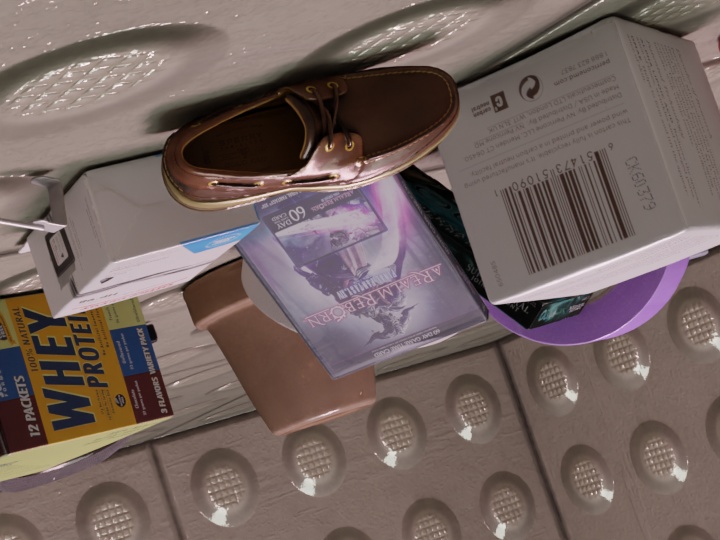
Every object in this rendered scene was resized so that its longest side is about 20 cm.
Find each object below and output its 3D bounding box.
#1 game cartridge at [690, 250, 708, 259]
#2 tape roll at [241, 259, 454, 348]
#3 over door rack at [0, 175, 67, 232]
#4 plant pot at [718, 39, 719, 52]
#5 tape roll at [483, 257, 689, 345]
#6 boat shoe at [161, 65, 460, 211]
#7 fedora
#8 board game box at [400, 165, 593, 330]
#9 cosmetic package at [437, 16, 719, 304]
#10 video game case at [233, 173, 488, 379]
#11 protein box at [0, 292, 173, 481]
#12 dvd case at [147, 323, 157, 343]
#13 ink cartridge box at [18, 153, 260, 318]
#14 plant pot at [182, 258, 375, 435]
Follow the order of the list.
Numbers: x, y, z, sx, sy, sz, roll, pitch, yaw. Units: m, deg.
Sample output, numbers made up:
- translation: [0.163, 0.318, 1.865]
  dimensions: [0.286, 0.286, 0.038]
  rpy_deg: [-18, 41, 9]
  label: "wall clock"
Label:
- translation: [0.268, -0.058, 1.887]
  dimensions: [0.200, 0.133, 0.041]
  rpy_deg: [-15, 172, -28]
  label: "game cartridge"
- translation: [0.000, 0.000, 1.508]
  dimensions: [0.202, 0.037, 0.203]
  rpy_deg: [7, -151, -4]
  label: "tape roll"
- translation: [-0.293, -0.001, 1.117]
  dimensions: [0.148, 0.067, 0.200]
  rpy_deg: [-23, 172, 35]
  label: "over door rack"
- translation: [0.416, -0.141, 1.468]
  dimensions: [0.200, 0.178, 0.200]
  rpy_deg: [-19, 173, -2]
  label: "plant pot"
- translation: [0.184, -0.037, 1.556]
  dimensions: [0.200, 0.200, 0.066]
  rpy_deg: [-22, 172, 26]
  label: "tape roll"
- translation: [-0.029, -0.086, 1.141]
  dimensions: [0.200, 0.072, 0.068]
  rpy_deg: [-16, 175, -7]
  label: "boat shoe"
- translation: [-0.343, 0.171, 2.002]
  dimensions: [0.177, 0.090, 0.200]
  rpy_deg: [-19, 167, -16]
  label: "fedora"
- translation: [0.089, -0.024, 1.488]
  dimensions: [0.028, 0.200, 0.135]
  rpy_deg: [-59, 162, 17]
  label: "board game box"
- translation: [0.181, -0.079, 1.368]
  dimensions: [0.165, 0.165, 0.200]
  rpy_deg: [-22, 172, 25]
  label: "cosmetic package"
- translation: [-0.011, -0.013, 1.361]
  dimensions: [0.143, 0.200, 0.019]
  rpy_deg: [-22, -150, 23]
  label: "video game case"
- translation: [-0.320, 0.111, 1.623]
  dimensions: [0.200, 0.135, 0.198]
  rpy_deg: [-24, 171, 39]
  label: "protein box"
- translation: [-0.342, 0.110, 2.002]
  dimensions: [0.150, 0.025, 0.200]
  rpy_deg: [-12, 171, -46]
  label: "dvd case"
- translation: [-0.164, -0.023, 1.286]
  dimensions: [0.116, 0.067, 0.200]
  rpy_deg: [-16, 172, -27]
  label: "ink cartridge box"
- translation: [-0.065, 0.072, 1.845]
  dimensions: [0.200, 0.175, 0.200]
  rpy_deg: [-18, 174, -2]
  label: "plant pot"
